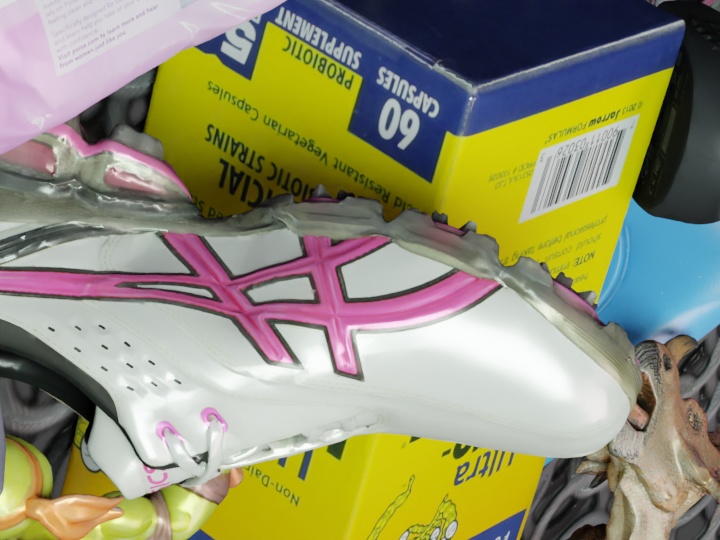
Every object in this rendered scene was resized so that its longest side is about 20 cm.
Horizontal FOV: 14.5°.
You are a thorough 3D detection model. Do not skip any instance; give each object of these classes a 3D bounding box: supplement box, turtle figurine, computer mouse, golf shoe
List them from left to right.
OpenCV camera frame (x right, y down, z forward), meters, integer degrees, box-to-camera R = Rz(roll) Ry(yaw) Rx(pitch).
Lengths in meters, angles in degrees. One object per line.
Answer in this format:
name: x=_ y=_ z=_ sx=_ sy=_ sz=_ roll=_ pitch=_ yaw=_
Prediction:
turtle figurine: x=-0.092 y=0.089 z=0.791 sx=0.199 sy=0.065 sz=0.162 roll=-18 pitch=147 yaw=-17
golf shoe: x=-0.029 y=0.023 z=0.727 sx=0.073 sy=0.199 sz=0.093 roll=84 pitch=22 yaw=-70
supplement box: x=0.000 y=0.000 z=0.848 sx=0.109 sy=0.109 sz=0.201 roll=-21 pitch=134 yaw=-48
computer mouse: x=0.098 y=-0.065 z=0.889 sx=0.200 sy=0.034 sz=0.059 roll=-103 pitch=-156 yaw=-65

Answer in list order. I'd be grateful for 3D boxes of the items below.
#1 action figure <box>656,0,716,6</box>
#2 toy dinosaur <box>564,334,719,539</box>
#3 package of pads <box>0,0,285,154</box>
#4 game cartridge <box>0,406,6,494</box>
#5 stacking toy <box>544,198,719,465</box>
action figure: x=0.166 y=-0.130 z=1.002 sx=0.200 sy=0.133 sz=0.149 roll=108 pitch=2 yaw=-51
toy dinosaur: x=0.084 y=0.108 z=0.939 sx=0.200 sy=0.085 sz=0.136 roll=130 pitch=-21 yaw=-67
package of pads: x=-0.059 y=-0.094 z=0.650 sx=0.200 sy=0.120 sz=0.076 roll=-34 pitch=114 yaw=-35
game cartridge: x=-0.159 y=0.014 z=0.613 sx=0.133 sy=0.041 sz=0.200 roll=-17 pitch=151 yaw=11
stacking toy: x=0.071 y=0.024 z=1.008 sx=0.116 sy=0.110 sz=0.200 roll=-38 pitch=160 yaw=-5
